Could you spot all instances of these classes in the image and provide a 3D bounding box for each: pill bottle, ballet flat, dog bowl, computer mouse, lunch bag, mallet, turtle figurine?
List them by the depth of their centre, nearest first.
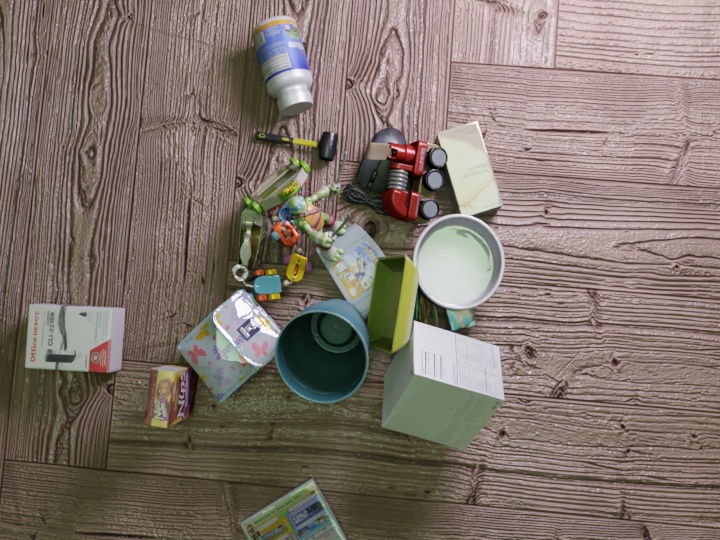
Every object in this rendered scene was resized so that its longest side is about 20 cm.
[{"bbox_3d":[-0.061,-0.109,1.468,0.198,0.194,0.145,-31,61,3],"label":"turtle figurine"},{"bbox_3d":[0.208,-0.015,1.471,0.196,0.079,0.205,0,84,0],"label":"dog bowl"},{"bbox_3d":[-0.282,0.163,1.521,0.199,0.127,0.170,-40,89,4],"label":"lunch bag"},{"bbox_3d":[0.141,0.139,1.548,0.071,0.068,0.204,11,83,-16],"label":"ballet flat"},{"bbox_3d":[-0.253,-0.076,1.565,0.066,0.075,0.204,5,86,7],"label":"ballet flat"},{"bbox_3d":[-0.174,-0.468,1.569,0.110,0.112,0.204,-17,86,1],"label":"pill bottle"},{"bbox_3d":[0.049,-0.239,1.574,0.136,0.053,0.203,20,87,4],"label":"computer mouse"},{"bbox_3d":[-0.147,-0.313,1.598,0.196,0.041,0.067,18,88,7],"label":"mallet"}]

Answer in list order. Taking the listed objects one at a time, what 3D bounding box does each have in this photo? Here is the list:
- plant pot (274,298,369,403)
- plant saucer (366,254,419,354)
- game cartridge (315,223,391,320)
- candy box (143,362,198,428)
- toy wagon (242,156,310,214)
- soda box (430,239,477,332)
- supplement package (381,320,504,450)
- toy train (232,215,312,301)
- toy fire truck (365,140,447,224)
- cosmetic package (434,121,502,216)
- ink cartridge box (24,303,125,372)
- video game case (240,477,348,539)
[{"bbox_3d":[-0.066,0.155,1.472,0.196,0.188,0.204,2,105,9],"label":"plant pot"},{"bbox_3d":[0.071,0.073,1.457,0.047,0.199,0.204,9,87,-15],"label":"plant saucer"},{"bbox_3d":[0.000,0.000,1.570,0.132,0.042,0.202,-33,85,4],"label":"game cartridge"},{"bbox_3d":[-0.409,0.269,1.487,0.055,0.200,0.119,6,87,3],"label":"candy box"},{"bbox_3d":[-0.179,-0.184,1.511,0.155,0.200,0.040,-41,117,-9],"label":"toy wagon"},{"bbox_3d":[0.208,0.035,1.540,0.062,0.068,0.204,-14,85,1],"label":"soda box"},{"bbox_3d":[0.168,0.244,1.431,0.196,0.149,0.193,17,131,-10],"label":"supplement package"},{"bbox_3d":[-0.198,-0.021,1.557,0.150,0.056,0.200,46,67,-7],"label":"toy train"},{"bbox_3d":[0.084,-0.207,1.500,0.196,0.128,0.180,11,89,-18],"label":"toy fire truck"},{"bbox_3d":[0.246,-0.225,1.556,0.102,0.073,0.204,-17,85,1],"label":"cosmetic package"},{"bbox_3d":[-0.656,0.154,1.563,0.196,0.084,0.148,3,87,3],"label":"ink cartridge box"},{"bbox_3d":[-0.146,0.603,1.544,0.198,0.022,0.184,-31,86,1],"label":"video game case"}]
